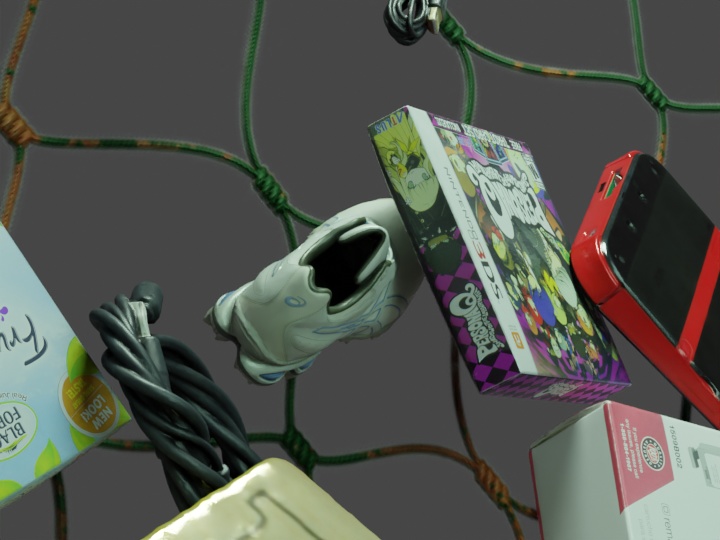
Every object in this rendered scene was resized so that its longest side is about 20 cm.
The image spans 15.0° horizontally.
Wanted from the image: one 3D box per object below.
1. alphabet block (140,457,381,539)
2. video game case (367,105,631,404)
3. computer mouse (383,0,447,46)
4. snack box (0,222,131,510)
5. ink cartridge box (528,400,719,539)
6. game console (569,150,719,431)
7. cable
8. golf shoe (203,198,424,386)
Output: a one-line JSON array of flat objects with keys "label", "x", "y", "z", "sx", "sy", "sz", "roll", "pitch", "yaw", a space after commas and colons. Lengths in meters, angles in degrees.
[{"label": "alphabet block", "x": -0.054, "y": 0.245, "z": 1.306, "sx": 0.200, "sy": 0.195, "sz": 0.196, "roll": 40, "pitch": 37, "yaw": 18}, {"label": "video game case", "x": 0.089, "y": -0.006, "z": 1.705, "sx": 0.200, "sy": 0.036, "sz": 0.181, "roll": 11, "pitch": 54, "yaw": -65}, {"label": "computer mouse", "x": -0.018, "y": -0.234, "z": 1.810, "sx": 0.200, "sy": 0.044, "sz": 0.110, "roll": 35, "pitch": 50, "yaw": -28}, {"label": "snack box", "x": -0.239, "y": 0.039, "z": 1.411, "sx": 0.169, "sy": 0.068, "sz": 0.200, "roll": -33, "pitch": 89, "yaw": -49}, {"label": "ink cartridge box", "x": 0.212, "y": 0.177, "z": 1.713, "sx": 0.200, "sy": 0.083, "sz": 0.147, "roll": 16, "pitch": 53, "yaw": -35}, {"label": "game console", "x": 0.217, "y": 0.017, "z": 1.835, "sx": 0.177, "sy": 0.031, "sz": 0.200, "roll": 49, "pitch": 28, "yaw": -10}, {"label": "cable", "x": -0.083, "y": 0.101, "z": 1.468, "sx": 0.163, "sy": 0.051, "sz": 0.200, "roll": -129, "pitch": -166, "yaw": -84}, {"label": "golf shoe", "x": 0.000, "y": 0.000, "z": 1.630, "sx": 0.078, "sy": 0.097, "sz": 0.200, "roll": 51, "pitch": 40, "yaw": 0}]
